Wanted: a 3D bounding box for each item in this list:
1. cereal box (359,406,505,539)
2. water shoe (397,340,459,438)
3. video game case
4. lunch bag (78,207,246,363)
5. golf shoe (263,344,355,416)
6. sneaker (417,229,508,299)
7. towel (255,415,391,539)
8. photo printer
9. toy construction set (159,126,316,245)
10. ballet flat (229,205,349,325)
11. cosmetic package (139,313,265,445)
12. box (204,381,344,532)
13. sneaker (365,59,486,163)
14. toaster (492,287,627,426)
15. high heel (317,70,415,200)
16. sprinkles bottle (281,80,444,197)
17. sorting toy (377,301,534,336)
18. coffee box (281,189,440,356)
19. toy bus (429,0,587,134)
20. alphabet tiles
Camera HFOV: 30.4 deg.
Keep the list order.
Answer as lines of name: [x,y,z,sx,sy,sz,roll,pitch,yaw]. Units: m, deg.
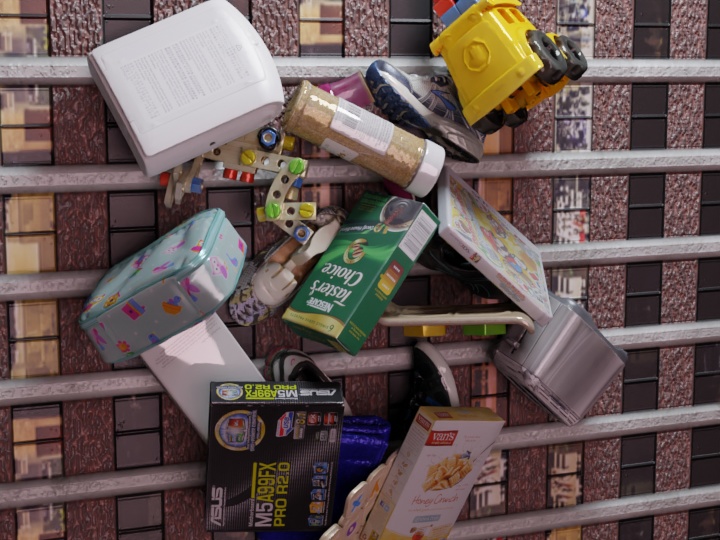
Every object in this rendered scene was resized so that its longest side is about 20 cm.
cereal box: [0.093,0.269,1.709,0.143,0.039,0.202,5,115,-45]
water shoe: [0.088,0.196,1.761,0.078,0.071,0.203,-18,104,-21]
video game case: [0.169,-0.035,1.690,0.182,0.201,0.023,41,111,-15]
lunch bag: [-0.231,0.014,1.540,0.198,0.161,0.077,-27,115,20]
golf shoe: [-0.049,0.187,1.695,0.073,0.092,0.201,-42,112,-14]
sneaker: [0.159,-0.006,1.758,0.198,0.079,0.077,17,89,-25]
towel: [-0.045,0.274,1.688,0.145,0.050,0.202,0,125,-23]
photo printer: [-0.198,-0.220,1.555,0.198,0.070,0.168,-27,76,-17]
toy construction set: [-0.143,-0.113,1.605,0.197,0.092,0.133,11,92,-13]
ballet flat: [-0.086,-0.009,1.663,0.200,0.072,0.072,-44,111,-10]
cosmetic package: [-0.191,0.126,1.632,0.107,0.085,0.201,-37,110,-12]
box: [-0.106,0.226,1.593,0.157,0.044,0.203,1,122,-10]
sneaker: [0.090,-0.222,1.710,0.199,0.077,0.086,33,75,-30]
toaster: [0.271,0.120,1.799,0.130,0.113,0.200,-51,129,-4]
high heel: [-0.002,-0.152,1.694,0.095,0.068,0.202,-24,109,8]
sprinkles bottle: [0.004,-0.161,1.619,0.198,0.068,0.069,25,88,-13]
sorting toy: [0.118,0.062,1.659,0.197,0.185,0.037,3,94,6]
coffee box: [0.000,0.000,1.607,0.044,0.122,0.201,43,75,-36]
toy bus: [0.175,-0.289,1.692,0.135,0.199,0.193,-39,80,29]
alphabet tiles: [0.007,0.319,1.706,0.199,0.014,0.198,-37,148,-40]
